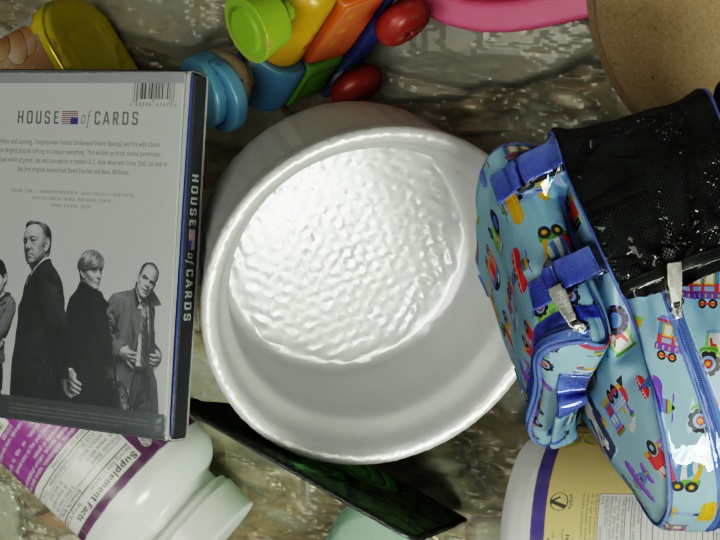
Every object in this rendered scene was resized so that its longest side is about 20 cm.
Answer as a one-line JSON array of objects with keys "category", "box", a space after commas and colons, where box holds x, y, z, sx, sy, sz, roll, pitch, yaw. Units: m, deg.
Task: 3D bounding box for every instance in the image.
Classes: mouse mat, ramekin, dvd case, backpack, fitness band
[{"category": "mouse mat", "box": [-0.017, 0.118, 0.899, 0.160, 0.200, 0.008, 28, 89, 13]}, {"category": "ramekin", "box": [0.000, 0.000, 0.854, 0.199, 0.098, 0.202, -6, 114, -13]}, {"category": "dvd case", "box": [-0.158, -0.012, 0.840, 0.149, 0.025, 0.202, 4, 90, 28]}, {"category": "backpack", "box": [0.145, 0.039, 0.721, 0.134, 0.183, 0.201, -15, 71, -3]}, {"category": "fitness band", "box": [0.098, -0.208, 0.820, 0.199, 0.037, 0.145, -7, 104, 25]}]

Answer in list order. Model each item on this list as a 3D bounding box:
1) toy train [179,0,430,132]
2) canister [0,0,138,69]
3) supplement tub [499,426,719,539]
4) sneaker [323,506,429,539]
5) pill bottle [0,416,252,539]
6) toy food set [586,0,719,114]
[{"category": "toy train", "box": [-0.023, -0.151, 0.810, 0.085, 0.115, 0.200, 56, 147, 9]}, {"category": "canister", "box": [-0.229, -0.071, 0.987, 0.199, 0.087, 0.149, -29, 94, 28]}, {"category": "supplement tub", "box": [0.192, 0.160, 0.839, 0.199, 0.145, 0.147, -3, 106, 25]}, {"category": "sneaker", "box": [-0.024, 0.240, 0.979, 0.073, 0.118, 0.201, 31, 116, 13]}, {"category": "pill bottle", "box": [-0.172, 0.121, 1.010, 0.200, 0.112, 0.112, 42, 119, 6]}, {"category": "toy food set", "box": [0.207, -0.133, 0.736, 0.199, 0.049, 0.199, 35, 131, 15]}]
